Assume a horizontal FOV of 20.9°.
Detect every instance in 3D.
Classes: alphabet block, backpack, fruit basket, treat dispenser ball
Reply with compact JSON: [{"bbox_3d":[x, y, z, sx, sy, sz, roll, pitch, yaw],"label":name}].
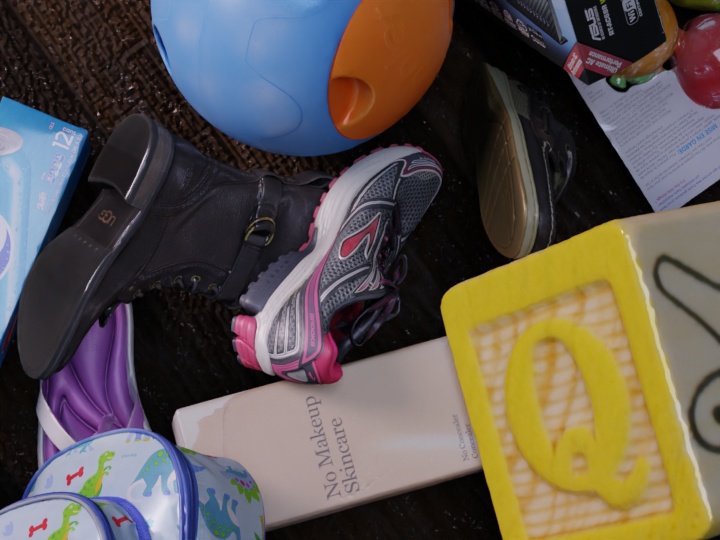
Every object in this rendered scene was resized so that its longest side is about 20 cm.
[{"bbox_3d":[0.200,0.068,1.230,0.199,0.196,0.197,-10,80,-35],"label":"alphabet block"},{"bbox_3d":[-0.146,0.198,1.162,0.147,0.182,0.202,26,59,-44],"label":"backpack"},{"bbox_3d":[0.227,-0.169,1.370,0.185,0.094,0.201,-36,102,-10],"label":"fruit basket"},{"bbox_3d":[-0.037,-0.176,1.268,0.199,0.201,0.203,1,81,-7],"label":"treat dispenser ball"}]

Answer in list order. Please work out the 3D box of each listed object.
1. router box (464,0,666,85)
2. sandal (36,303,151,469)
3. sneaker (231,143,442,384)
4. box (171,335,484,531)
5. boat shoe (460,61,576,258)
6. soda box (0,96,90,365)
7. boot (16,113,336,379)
[{"bbox_3d":[0.101,-0.223,1.224,0.062,0.200,0.151,-29,124,-12],"label":"router box"},{"bbox_3d":[-0.178,0.095,1.285,0.082,0.050,0.205,-10,83,-8],"label":"sandal"},{"bbox_3d":[0.000,0.000,1.283,0.074,0.081,0.200,18,56,30],"label":"sneaker"},{"bbox_3d":[-0.018,0.113,1.287,0.198,0.078,0.096,-16,83,-9],"label":"box"},{"bbox_3d":[0.112,-0.075,1.290,0.065,0.201,0.072,8,121,-12],"label":"boat shoe"},{"bbox_3d":[-0.244,-0.007,1.284,0.064,0.068,0.201,21,79,-3],"label":"soda box"},{"bbox_3d":[-0.114,0.003,1.270,0.173,0.069,0.201,24,101,-41],"label":"boot"}]
